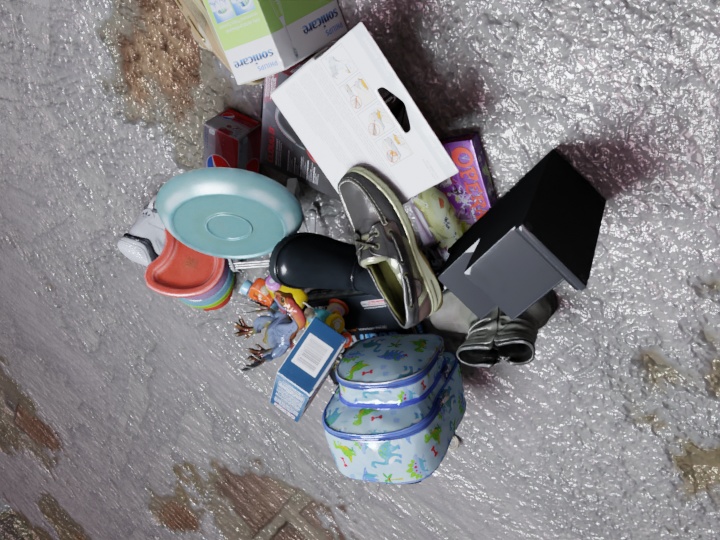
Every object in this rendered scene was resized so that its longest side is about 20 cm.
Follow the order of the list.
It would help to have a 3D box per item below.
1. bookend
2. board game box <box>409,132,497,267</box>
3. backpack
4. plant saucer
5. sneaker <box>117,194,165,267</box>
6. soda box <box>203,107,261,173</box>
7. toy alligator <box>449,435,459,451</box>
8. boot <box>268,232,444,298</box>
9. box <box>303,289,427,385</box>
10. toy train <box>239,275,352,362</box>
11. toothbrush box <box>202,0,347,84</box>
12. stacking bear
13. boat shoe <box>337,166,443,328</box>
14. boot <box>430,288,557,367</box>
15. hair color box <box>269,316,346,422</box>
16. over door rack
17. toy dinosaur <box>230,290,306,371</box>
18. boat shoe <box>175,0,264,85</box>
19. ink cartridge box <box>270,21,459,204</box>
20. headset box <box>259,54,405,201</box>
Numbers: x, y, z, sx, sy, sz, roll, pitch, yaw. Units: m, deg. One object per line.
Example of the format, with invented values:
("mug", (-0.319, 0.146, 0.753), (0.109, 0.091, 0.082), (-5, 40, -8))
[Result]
("bookend", (0.169, -0.007, 0.897), (0.092, 0.201, 0.199), (41, 126, -4))
("board game box", (0.125, -0.074, 1.029), (0.118, 0.032, 0.203), (-5, 116, 34))
("backpack", (0.040, 0.184, 1.081), (0.179, 0.201, 0.149), (-4, 117, 24))
("plant saucer", (-0.175, -0.067, 1.048), (0.195, 0.028, 0.201), (1, 149, 0))
("sneaker", (-0.329, -0.045, 1.354), (0.074, 0.116, 0.200), (20, 164, 23))
("soda box", (-0.195, -0.136, 1.194), (0.069, 0.063, 0.203), (26, 133, 18))
("toy alligator", (0.074, 0.225, 1.247), (0.197, 0.060, 0.055), (26, 148, 5))
("boot", (0.000, 0.000, 1.046), (0.166, 0.198, 0.078), (13, 97, 47))
("box", (0.011, 0.099, 1.220), (0.197, 0.046, 0.161), (-8, 115, 40))
("toy train", (-0.090, 0.054, 1.201), (0.198, 0.056, 0.151), (34, 159, 4))
("toothbrush box", (-0.115, -0.347, 0.928), (0.085, 0.146, 0.203), (-7, 117, 38))
("stacking bear", (-0.255, 0.011, 1.270), (0.112, 0.123, 0.200), (21, 166, 6))
("boat shoe", (0.028, -0.025, 0.937), (0.071, 0.066, 0.203), (-19, 104, 51))
("boot", (0.154, 0.075, 1.037), (0.197, 0.131, 0.069), (-9, 115, 39))
("hair color box", (-0.081, 0.152, 1.174), (0.060, 0.101, 0.200), (33, 158, 3))
("over door rack", (-0.140, -0.071, 1.134), (0.144, 0.068, 0.201), (-4, 150, 7))
("toy dinosaur", (-0.120, 0.077, 1.163), (0.180, 0.198, 0.107), (-23, 83, 40))
("boat shoe", (-0.192, -0.331, 1.056), (0.064, 0.071, 0.202), (-32, 89, 49))
("ink cartridge box", (0.008, -0.171, 0.928), (0.172, 0.044, 0.201), (-25, 105, 42))
("headset box", (-0.049, -0.189, 1.040), (0.198, 0.075, 0.151), (27, 133, 18))
